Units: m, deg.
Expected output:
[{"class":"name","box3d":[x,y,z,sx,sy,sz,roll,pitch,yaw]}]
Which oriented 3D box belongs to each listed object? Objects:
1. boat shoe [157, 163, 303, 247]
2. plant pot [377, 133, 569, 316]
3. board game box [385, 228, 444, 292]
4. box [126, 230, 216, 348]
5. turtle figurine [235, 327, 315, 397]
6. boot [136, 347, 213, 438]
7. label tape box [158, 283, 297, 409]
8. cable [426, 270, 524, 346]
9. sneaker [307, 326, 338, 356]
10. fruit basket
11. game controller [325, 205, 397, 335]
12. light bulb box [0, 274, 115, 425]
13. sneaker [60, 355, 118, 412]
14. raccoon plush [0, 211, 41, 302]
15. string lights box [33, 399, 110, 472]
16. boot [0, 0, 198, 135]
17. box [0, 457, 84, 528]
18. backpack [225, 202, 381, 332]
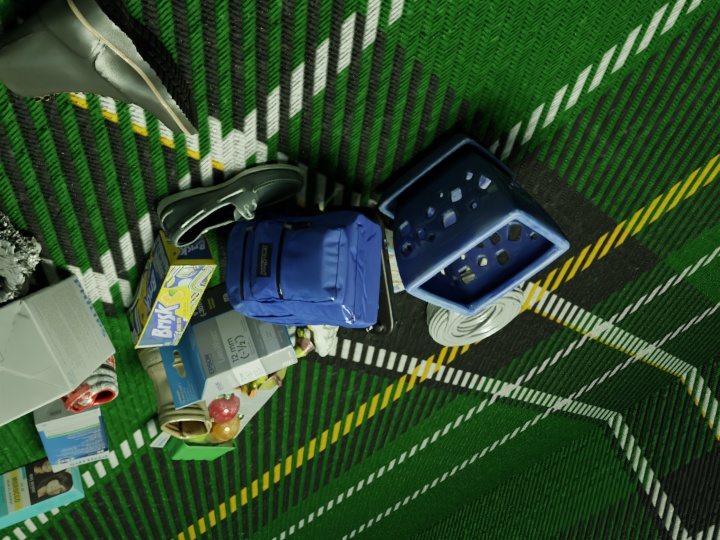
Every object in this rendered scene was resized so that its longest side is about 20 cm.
[{"class":"boat shoe","box3d":[-0.162,-0.082,1.065,0.198,0.062,0.073,-17,150,-12]},{"class":"plant pot","box3d":[0.155,-0.071,1.196,0.199,0.181,0.199,-38,148,21]},{"class":"board game box","box3d":[0.045,-0.013,1.315,0.133,0.035,0.199,-20,157,34]},{"class":"box","box3d":[-0.273,0.030,1.162,0.069,0.065,0.201,-2,144,-34]},{"class":"turtle figurine","box3d":[-0.152,0.170,1.415,0.161,0.065,0.200,-39,168,-8]},{"class":"boot","box3d":[-0.269,0.200,1.343,0.072,0.157,0.199,-35,150,19]},{"class":"label tape box","box3d":[-0.212,0.104,1.242,0.198,0.144,0.066,-20,151,-7]},{"class":"cable","box3d":[0.221,0.074,1.593,0.198,0.070,0.201,-8,147,-28]},{"class":"sneaker","box3d":[-0.052,0.081,1.396,0.087,0.076,0.201,-25,153,-7]},{"class":"fruit basket","box3d":[-0.277,0.270,1.546,0.184,0.094,0.201,16,117,-49]},{"class":"game controller","box3d":[0.000,0.000,1.206,0.103,0.202,0.042,3,-156,30]},{"class":"light bulb box","box3d":[-0.442,0.112,1.019,0.196,0.126,0.200,-25,-172,1]},{"class":"sneaker","box3d":[-0.441,0.144,1.175,0.200,0.109,0.067,13,134,-47]},{"class":"raccoon plush","box3d":[-0.420,-0.056,0.935,0.095,0.134,0.203,0,113,-10]},{"class":"string lights box","box3d":[-0.490,0.269,1.389,0.102,0.059,0.201,-12,148,-20]},{"class":"boot","box3d":[-0.266,-0.189,0.820,0.137,0.078,0.200,-26,137,11]},{"class":"box","box3d":[-0.617,0.409,1.497,0.198,0.083,0.049,-20,150,-8]},{"class":"backpack","box3d":[-0.087,-0.010,1.102,0.197,0.165,0.168,2,170,22]}]
